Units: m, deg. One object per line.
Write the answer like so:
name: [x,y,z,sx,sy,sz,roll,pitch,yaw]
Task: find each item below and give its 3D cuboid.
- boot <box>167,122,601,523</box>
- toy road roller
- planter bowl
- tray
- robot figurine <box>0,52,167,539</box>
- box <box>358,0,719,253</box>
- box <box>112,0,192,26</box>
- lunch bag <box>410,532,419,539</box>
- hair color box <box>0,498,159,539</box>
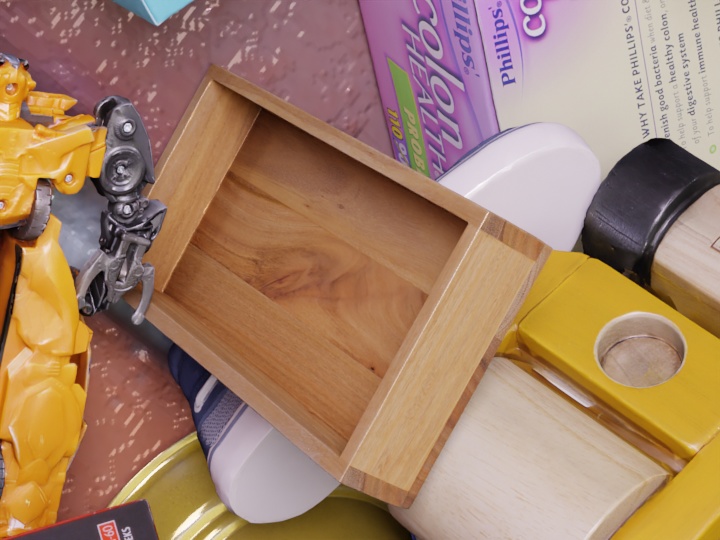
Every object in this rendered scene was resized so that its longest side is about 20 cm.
boot: [0.000,0.000,0.746,0.200,0.090,0.073,-45,136,14]
toy road roller: [0.110,0.065,0.710,0.200,0.123,0.146,-40,145,-23]
planter bowl: [-0.028,0.166,0.833,0.199,0.083,0.202,-14,117,-29]
tray: [-0.021,-0.002,0.694,0.037,0.200,0.099,27,94,-36]
robot figurine: [-0.151,0.015,0.706,0.144,0.058,0.201,3,108,-34]
box: [0.108,-0.118,0.797,0.199,0.097,0.177,-28,122,-22]
box: [-0.023,-0.172,0.697,0.200,0.082,0.049,-38,126,-14]
lunch bag: [0.084,0.099,0.856,0.161,0.075,0.201,-60,142,-48]
hair color box: [-0.159,0.166,0.701,0.199,0.102,0.061,-16,150,-11]
